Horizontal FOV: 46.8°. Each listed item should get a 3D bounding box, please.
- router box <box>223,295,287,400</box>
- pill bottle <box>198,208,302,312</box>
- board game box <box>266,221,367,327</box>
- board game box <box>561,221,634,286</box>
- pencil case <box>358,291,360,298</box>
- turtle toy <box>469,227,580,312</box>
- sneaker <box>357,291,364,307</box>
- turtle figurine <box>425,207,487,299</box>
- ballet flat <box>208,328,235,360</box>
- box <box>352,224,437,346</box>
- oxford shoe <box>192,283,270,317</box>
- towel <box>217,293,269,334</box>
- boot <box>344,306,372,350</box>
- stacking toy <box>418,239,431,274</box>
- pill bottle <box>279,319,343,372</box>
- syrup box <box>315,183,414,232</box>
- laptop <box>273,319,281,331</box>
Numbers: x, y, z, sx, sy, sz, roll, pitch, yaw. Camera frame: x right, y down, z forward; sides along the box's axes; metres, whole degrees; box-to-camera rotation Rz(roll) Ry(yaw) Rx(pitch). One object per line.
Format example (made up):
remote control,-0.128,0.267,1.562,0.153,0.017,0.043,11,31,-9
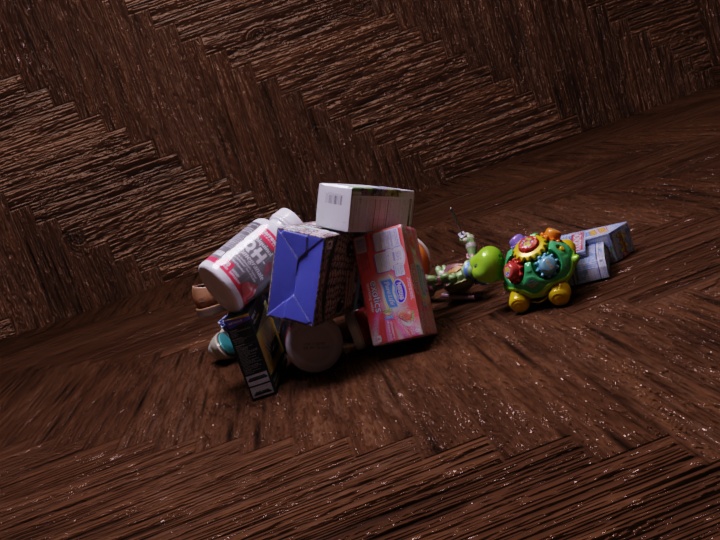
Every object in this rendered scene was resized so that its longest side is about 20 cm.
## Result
router box,-0.197,0.137,1.591,0.052,0.159,0.200,-18,11,4
pill bottle,-0.192,-0.025,1.539,0.200,0.111,0.110,-42,20,-25
board game box,-0.076,0.001,1.515,0.096,0.162,0.200,12,11,20
board game box,0.422,-0.029,1.597,0.197,0.062,0.200,-16,11,19
pencil case,-0.101,0.021,1.709,0.198,0.092,0.094,26,45,24
turtle toy,0.294,-0.010,1.488,0.198,0.102,0.147,-12,38,30
sneaker,-0.046,0.041,1.803,0.079,0.199,0.090,-50,-3,-21
turtle figurine,0.166,-0.021,1.708,0.145,0.198,0.194,-65,7,-21
ballet flat,-0.314,0.172,1.911,0.069,0.070,0.200,-18,9,6
box,0.064,0.028,1.515,0.101,0.203,0.094,-15,-8,21
oxford shoe,-0.228,0.023,1.598,0.197,0.072,0.071,-20,9,-12
towel,-0.221,0.073,1.858,0.200,0.024,0.145,-43,-22,-6
boot,0.047,0.093,1.627,0.142,0.073,0.200,-16,7,7
stacking toy,0.075,0.023,1.865,0.144,0.147,0.201,-14,29,25
pill bottle,-0.101,0.124,1.618,0.107,0.110,0.200,-20,10,-8
syrup box,0.012,-0.115,1.532,0.078,0.083,0.199,13,11,36
laptop,-0.159,0.101,1.849,0.177,0.103,0.200,-42,-21,-4
